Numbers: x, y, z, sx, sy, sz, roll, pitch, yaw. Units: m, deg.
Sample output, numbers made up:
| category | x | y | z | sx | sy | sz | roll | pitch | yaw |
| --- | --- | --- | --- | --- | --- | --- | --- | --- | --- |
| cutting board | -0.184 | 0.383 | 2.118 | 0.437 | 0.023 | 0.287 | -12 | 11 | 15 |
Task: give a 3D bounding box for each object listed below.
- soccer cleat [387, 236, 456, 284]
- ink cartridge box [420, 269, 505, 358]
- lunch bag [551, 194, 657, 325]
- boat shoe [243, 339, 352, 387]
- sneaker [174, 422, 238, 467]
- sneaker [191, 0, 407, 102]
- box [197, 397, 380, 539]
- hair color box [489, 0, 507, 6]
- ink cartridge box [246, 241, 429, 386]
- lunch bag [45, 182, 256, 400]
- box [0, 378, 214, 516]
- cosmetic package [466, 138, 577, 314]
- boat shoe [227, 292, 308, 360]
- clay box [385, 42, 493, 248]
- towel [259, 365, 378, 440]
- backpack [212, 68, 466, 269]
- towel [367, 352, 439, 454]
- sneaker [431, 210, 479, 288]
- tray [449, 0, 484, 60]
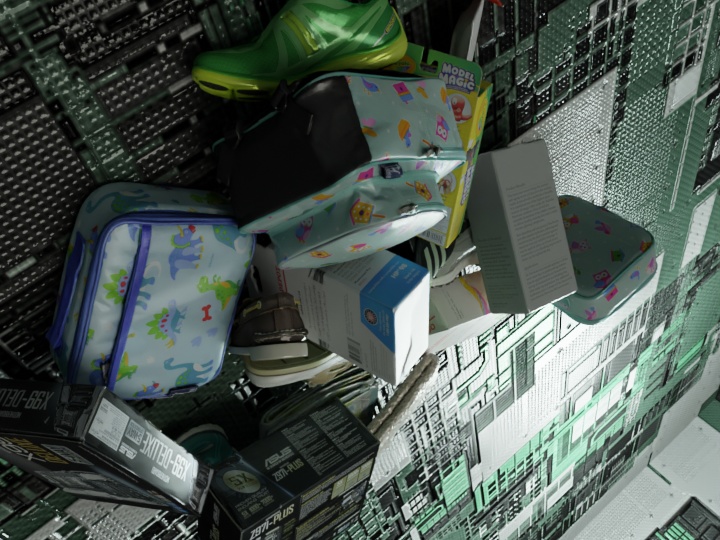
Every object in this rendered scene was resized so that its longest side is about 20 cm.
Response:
| category | x | y | z | sx | sy | sz | roll | pitch | yaw |
| --- | --- | --- | --- | --- | --- | --- | --- | --- | --- |
| soccer cleat | 0.065 | -0.027 | 0.798 | 0.201 | 0.067 | 0.082 | -64 | 146 | -40 |
| ink cartridge box | 0.116 | 0.062 | 0.947 | 0.198 | 0.068 | 0.117 | -15 | 159 | -37 |
| lunch bag | 0.312 | -0.018 | 1.004 | 0.160 | 0.200 | 0.077 | -42 | 132 | -9 |
| boat shoe | -0.055 | 0.107 | 0.840 | 0.198 | 0.075 | 0.069 | -16 | 130 | -40 |
| sneaker | -0.171 | 0.252 | 0.847 | 0.077 | 0.080 | 0.200 | -43 | 142 | -7 |
| sneaker | -0.055 | -0.198 | 0.597 | 0.198 | 0.074 | 0.085 | -21 | 102 | -22 |
| box | -0.087 | 0.272 | 0.814 | 0.199 | 0.086 | 0.165 | -24 | 139 | -37 |
| hair color box | 0.103 | -0.346 | 0.619 | 0.102 | 0.061 | 0.199 | -53 | 142 | 7 |
| ink cartridge box | -0.028 | 0.020 | 0.713 | 0.067 | 0.198 | 0.117 | -44 | 147 | -34 |
| lunch bag | -0.192 | 0.025 | 0.631 | 0.159 | 0.082 | 0.202 | 2 | 119 | -43 |
| box | -0.251 | 0.165 | 0.635 | 0.201 | 0.155 | 0.050 | 64 | 32 | -51 |
| cosmetic package | 0.199 | -0.055 | 0.876 | 0.100 | 0.071 | 0.203 | -18 | 97 | -33 |
| boat shoe | -0.097 | 0.056 | 0.698 | 0.071 | 0.200 | 0.060 | -4 | 87 | -16 |
| clay box | 0.065 | -0.135 | 0.716 | 0.048 | 0.114 | 0.202 | -42 | 149 | -47 |
| towel | -0.059 | 0.216 | 0.937 | 0.170 | 0.048 | 0.201 | -25 | 148 | -23 |
| backpack | -0.002 | -0.092 | 0.611 | 0.175 | 0.155 | 0.199 | -23 | -177 | 44 |
| towel | 0.047 | 0.206 | 0.966 | 0.201 | 0.034 | 0.133 | -50 | 167 | -10 |
| sneaker | 0.117 | -0.034 | 0.907 | 0.198 | 0.074 | 0.080 | -24 | 116 | -29 |
| tray | 0.103 | -0.191 | 0.754 | 0.108 | 0.022 | 0.202 | -66 | 166 | -52 |
